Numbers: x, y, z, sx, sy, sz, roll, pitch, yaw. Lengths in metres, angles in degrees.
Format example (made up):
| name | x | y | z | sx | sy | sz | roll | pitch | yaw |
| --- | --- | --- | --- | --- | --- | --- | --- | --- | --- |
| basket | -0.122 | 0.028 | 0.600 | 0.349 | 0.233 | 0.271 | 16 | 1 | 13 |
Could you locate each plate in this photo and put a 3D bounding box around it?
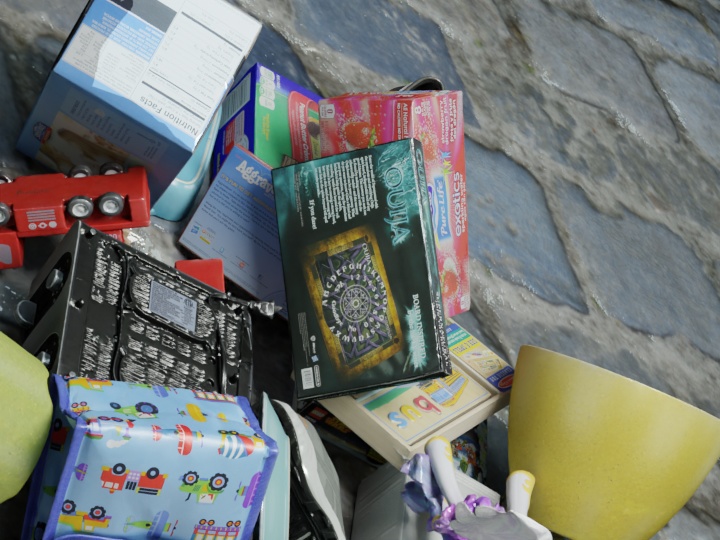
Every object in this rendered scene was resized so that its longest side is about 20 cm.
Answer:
| name | x | y | z | sx | sy | sz | roll | pitch | yaw |
| --- | --- | --- | --- | --- | --- | --- | --- | --- | --- |
| plate | -0.069 | 0.194 | 1.424 | 0.025 | 0.201 | 0.201 | 3 | 50 | -5 |

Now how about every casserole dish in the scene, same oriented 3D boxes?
| name | x | y | z | sx | sy | sz | roll | pitch | yaw |
| --- | --- | --- | --- | --- | --- | --- | --- | --- | --- |
| casserole dish | -0.182 | -0.133 | 1.707 | 0.121 | 0.039 | 0.201 | 33 | 41 | -20 |

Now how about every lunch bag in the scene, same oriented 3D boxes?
| name | x | y | z | sx | sy | sz | roll | pitch | yaw |
| --- | --- | --- | --- | --- | --- | --- | --- | --- | --- |
| lunch bag | -0.163 | 0.189 | 1.340 | 0.149 | 0.202 | 0.094 | 8 | 17 | -24 |

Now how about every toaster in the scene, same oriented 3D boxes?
| name | x | y | z | sx | sy | sz | roll | pitch | yaw |
| --- | --- | --- | --- | --- | --- | --- | --- | --- | --- |
| toaster | -0.175 | 0.085 | 1.458 | 0.199 | 0.119 | 0.182 | 27 | 43 | -27 |

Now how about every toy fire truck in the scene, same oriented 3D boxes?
| name | x | y | z | sx | sy | sz | roll | pitch | yaw |
| --- | --- | --- | --- | --- | --- | --- | --- | --- | --- |
| toy fire truck | -0.213 | -0.016 | 1.520 | 0.198 | 0.142 | 0.049 | -5 | 39 | -3 |

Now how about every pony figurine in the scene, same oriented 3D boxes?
| name | x | y | z | sx | sy | sz | roll | pitch | yaw |
| --- | --- | --- | --- | --- | --- | --- | --- | --- | --- |
| pony figurine | 0.096 | 0.228 | 1.476 | 0.192 | 0.167 | 0.201 | 26 | 28 | -35 |

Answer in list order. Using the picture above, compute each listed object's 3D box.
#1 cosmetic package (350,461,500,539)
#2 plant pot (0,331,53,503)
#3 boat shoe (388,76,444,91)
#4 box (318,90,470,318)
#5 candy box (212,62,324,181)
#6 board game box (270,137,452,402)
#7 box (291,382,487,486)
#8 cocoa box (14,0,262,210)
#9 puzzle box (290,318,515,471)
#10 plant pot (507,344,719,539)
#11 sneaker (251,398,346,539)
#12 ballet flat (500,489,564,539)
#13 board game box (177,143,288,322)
| name | x | y | z | sx | sy | sz | roll | pitch | yaw |
| --- | --- | --- | --- | --- | --- | --- | --- | --- | --- |
| cosmetic package | 0.050 | 0.260 | 1.572 | 0.106 | 0.090 | 0.201 | 33 | 43 | -20 |
| plant pot | -0.318 | 0.083 | 1.276 | 0.184 | 0.200 | 0.202 | 34 | 38 | -39 |
| boat shoe | 0.027 | -0.127 | 1.772 | 0.067 | 0.057 | 0.200 | 45 | 37 | -10 |
| box | 0.031 | -0.057 | 1.649 | 0.095 | 0.099 | 0.202 | -17 | 107 | -58 |
| candy box | -0.039 | -0.077 | 1.773 | 0.199 | 0.077 | 0.170 | 27 | 42 | -29 |
| board game box | 0.000 | 0.000 | 1.567 | 0.028 | 0.134 | 0.202 | 19 | 62 | -66 |
| box | 0.030 | 0.119 | 1.707 | 0.199 | 0.040 | 0.138 | 30 | 40 | -25 |
| cocoa box | -0.187 | -0.149 | 1.542 | 0.133 | 0.200 | 0.132 | 30 | 68 | -9 |
| puzzle box | 0.046 | 0.096 | 1.652 | 0.133 | 0.026 | 0.200 | 39 | 34 | 19 |
| plant pot | 0.207 | 0.168 | 1.637 | 0.199 | 0.200 | 0.143 | 25 | 85 | -29 |
| sneaker | -0.040 | 0.203 | 1.539 | 0.079 | 0.074 | 0.202 | 24 | 46 | -56 |
| ballet flat | 0.149 | 0.256 | 1.686 | 0.070 | 0.071 | 0.201 | 23 | 48 | -31 |
| board game box | -0.057 | -0.014 | 1.624 | 0.199 | 0.103 | 0.019 | 35 | 11 | 18 |
